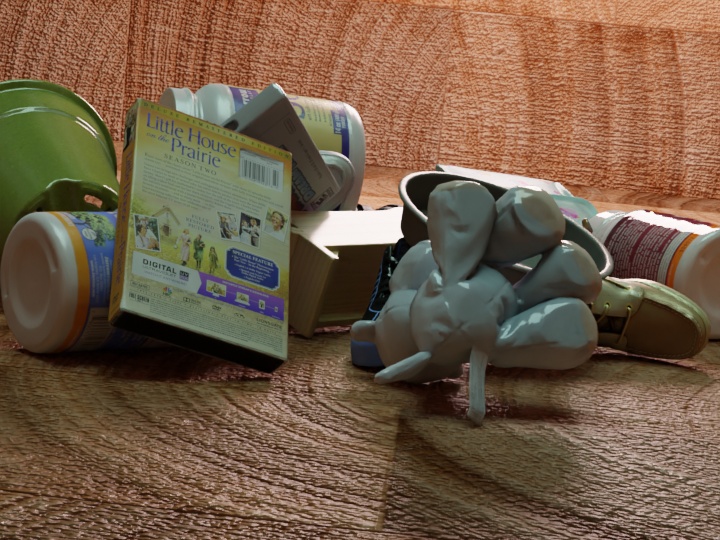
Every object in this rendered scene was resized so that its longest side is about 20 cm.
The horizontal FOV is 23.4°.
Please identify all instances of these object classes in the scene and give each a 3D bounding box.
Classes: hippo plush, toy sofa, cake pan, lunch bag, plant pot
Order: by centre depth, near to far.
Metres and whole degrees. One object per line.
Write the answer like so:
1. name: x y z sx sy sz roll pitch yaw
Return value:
1. hippo plush: 0.087 0.041 1.352 0.159 0.201 0.161 22 -22 -10
2. cake pan: 0.121 -0.026 1.513 0.199 0.037 0.200 18 21 -7
3. toy sofa: 0.000 0.000 1.618 0.199 0.083 0.097 -3 30 -46
4. plant pot: -0.293 -0.056 1.627 0.199 0.201 0.190 1 21 -28
5. lunch bag: 0.176 -0.038 1.981 0.169 0.123 0.200 8 18 -17

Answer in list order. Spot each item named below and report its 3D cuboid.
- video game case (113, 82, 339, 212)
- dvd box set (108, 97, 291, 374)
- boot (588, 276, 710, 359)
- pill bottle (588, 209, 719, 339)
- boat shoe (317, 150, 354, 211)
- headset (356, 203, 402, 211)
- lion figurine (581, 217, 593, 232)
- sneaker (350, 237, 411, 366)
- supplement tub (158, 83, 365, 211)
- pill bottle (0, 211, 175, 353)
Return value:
1. video game case: -0.114 -0.060 1.542 0.024 0.182 0.200 49 -4 25
2. dvd box set: -0.123 -0.029 1.376 0.146 0.201 0.029 18 -37 -28
3. boot: 0.203 0.047 1.554 0.199 0.073 0.155 21 19 16
4. pill bottle: 0.317 -0.002 1.818 0.114 0.115 0.200 1 9 -29
5. boat shoe: -0.086 -0.066 1.683 0.199 0.071 0.070 -19 10 -23
6. headset: 0.008 -0.036 2.105 0.123 0.094 0.200 4 22 -42
7. lion figurine: 0.196 0.014 1.769 0.122 0.073 0.200 -28 12 7
8. sneaker: 0.035 0.019 1.498 0.070 0.078 0.200 -2 17 18
9. supplement tub: -0.108 -0.113 1.789 0.199 0.146 0.145 7 7 -20
10. pill bottle: -0.179 0.008 1.410 0.199 0.113 0.112 -2 11 -39
